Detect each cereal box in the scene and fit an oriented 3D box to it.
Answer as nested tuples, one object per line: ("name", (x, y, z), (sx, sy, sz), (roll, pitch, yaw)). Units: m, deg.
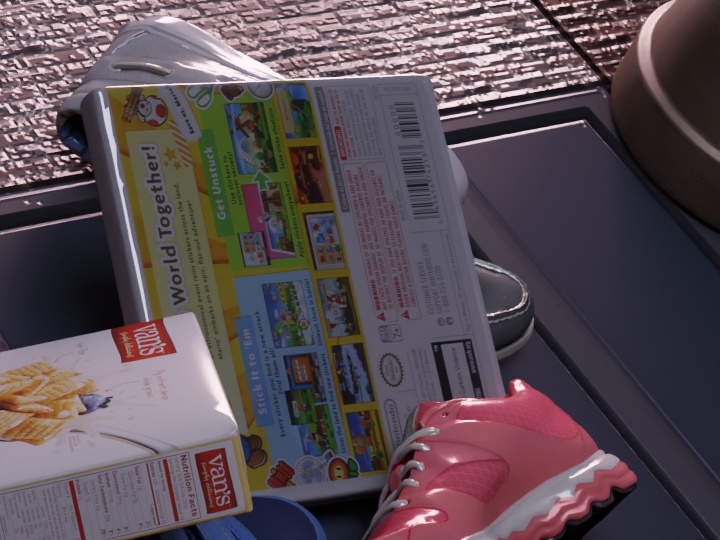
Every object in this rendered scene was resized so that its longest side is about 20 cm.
("cereal box", (-0.149, 0.073, 0.996), (0.200, 0.040, 0.144), (-13, 20, -7))

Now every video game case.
("video game case", (-0.026, 0.008, 1.173), (0.182, 0.023, 0.200), (-5, 76, -31))

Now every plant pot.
("plant pot", (0.262, -0.132, 1.430), (0.200, 0.174, 0.200), (13, 40, -11))

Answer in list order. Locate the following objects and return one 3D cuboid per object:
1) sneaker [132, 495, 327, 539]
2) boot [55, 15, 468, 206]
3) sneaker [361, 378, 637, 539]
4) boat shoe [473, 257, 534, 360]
("sneaker", (-0.087, 0.125, 1.032), (0.200, 0.082, 0.074), (-15, 51, -40))
("boot", (-0.053, -0.052, 1.271), (0.200, 0.074, 0.096), (23, 44, 12))
("sneaker", (0.034, 0.103, 1.120), (0.200, 0.074, 0.087), (-19, 66, -49))
("boat shoe", (0.000, 0.000, 1.232), (0.200, 0.062, 0.073), (9, 38, -20))
